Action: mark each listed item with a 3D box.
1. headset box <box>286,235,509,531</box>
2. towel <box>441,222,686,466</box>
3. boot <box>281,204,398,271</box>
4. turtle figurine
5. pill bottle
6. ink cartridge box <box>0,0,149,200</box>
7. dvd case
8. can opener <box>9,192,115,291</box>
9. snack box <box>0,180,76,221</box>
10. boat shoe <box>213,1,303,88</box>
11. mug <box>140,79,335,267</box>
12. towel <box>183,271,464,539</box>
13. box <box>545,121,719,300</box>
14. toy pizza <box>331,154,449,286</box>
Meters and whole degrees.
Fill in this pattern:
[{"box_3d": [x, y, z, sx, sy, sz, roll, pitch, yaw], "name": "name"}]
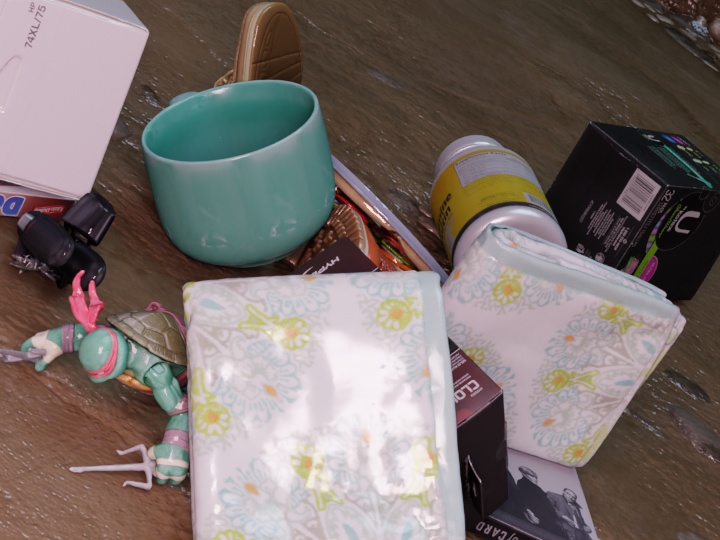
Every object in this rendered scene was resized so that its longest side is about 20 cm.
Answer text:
[{"box_3d": [0.029, 0.096, 1.480, 0.077, 0.149, 0.200, -34, 58, -17], "name": "headset box"}, {"box_3d": [0.137, 0.063, 1.611, 0.199, 0.172, 0.048, 21, 25, -25], "name": "towel"}, {"box_3d": [0.000, 0.000, 1.719, 0.107, 0.075, 0.200, 36, 1, -13], "name": "boot"}, {"box_3d": [-0.145, 0.073, 1.378, 0.150, 0.101, 0.199, 49, 19, 28], "name": "turtle figurine"}, {"box_3d": [0.128, -0.053, 2.002, 0.111, 0.112, 0.200, 24, 22, -20], "name": "pill bottle"}, {"box_3d": [-0.275, -0.169, 1.595, 0.145, 0.148, 0.200, 16, 16, -26], "name": "ink cartridge box"}, {"box_3d": [0.113, 0.160, 1.636, 0.149, 0.025, 0.200, 25, 22, -17], "name": "dvd case"}, {"box_3d": [-0.214, -0.020, 1.459, 0.063, 0.079, 0.200, 29, 3, -12], "name": "can opener"}, {"box_3d": [-0.312, -0.073, 1.558, 0.199, 0.024, 0.072, 5, 31, -49], "name": "snack box"}, {"box_3d": [-0.097, -0.145, 1.801, 0.066, 0.201, 0.074, 25, 34, 33], "name": "boat shoe"}, {"box_3d": [-0.095, -0.080, 1.702, 0.151, 0.115, 0.185, -7, 28, 10], "name": "mug"}, {"box_3d": [-0.025, 0.100, 1.313, 0.170, 0.048, 0.202, -1, 72, -8], "name": "towel"}, {"box_3d": [0.303, -0.061, 2.209, 0.124, 0.149, 0.199, 43, 23, 30], "name": "box"}, {"box_3d": [0.009, -0.040, 1.841, 0.200, 0.032, 0.200, 46, -2, 2], "name": "toy pizza"}]
